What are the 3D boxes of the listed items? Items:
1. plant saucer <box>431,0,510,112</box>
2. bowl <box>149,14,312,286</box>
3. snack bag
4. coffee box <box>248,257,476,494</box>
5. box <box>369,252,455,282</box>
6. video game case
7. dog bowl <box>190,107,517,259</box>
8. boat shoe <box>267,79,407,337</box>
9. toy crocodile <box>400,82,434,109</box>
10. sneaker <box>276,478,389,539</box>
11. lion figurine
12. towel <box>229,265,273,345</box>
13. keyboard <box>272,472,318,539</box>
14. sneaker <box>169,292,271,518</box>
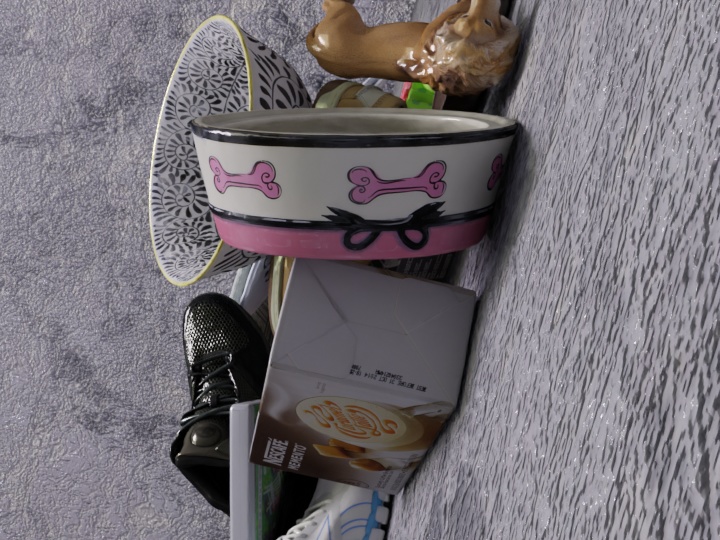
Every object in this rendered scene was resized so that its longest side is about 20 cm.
[{"bbox_3d":[0.096,-0.209,1.093,0.200,0.032,0.202,-167,90,-87],"label":"plant saucer"},{"bbox_3d":[-0.082,-0.083,1.014,0.200,0.093,0.203,-28,58,58],"label":"bowl"},{"bbox_3d":[-0.044,-0.060,1.182,0.201,0.021,0.189,-66,-7,33],"label":"snack bag"},{"bbox_3d":[-0.005,0.072,0.867,0.200,0.113,0.080,111,172,-65],"label":"coffee box"},{"bbox_3d":[0.000,0.000,1.051,0.158,0.049,0.201,61,144,41],"label":"box"},{"bbox_3d":[-0.056,0.200,1.069,0.182,0.022,0.202,4,-95,-70],"label":"video game case"},{"bbox_3d":[-0.004,-0.056,0.822,0.200,0.198,0.075,-89,0,-79],"label":"dog bowl"},{"bbox_3d":[-0.011,-0.029,0.942,0.071,0.076,0.202,-5,-71,-54],"label":"boat shoe"},{"bbox_3d":[0.055,-0.143,1.281,0.068,0.061,0.201,108,176,-52],"label":"toy crocodile"},{"bbox_3d":[-0.037,0.207,0.973,0.075,0.086,0.201,-39,32,45],"label":"sneaker"},{"bbox_3d":[0.028,-0.158,0.945,0.123,0.198,0.073,-47,-53,-51],"label":"lion figurine"},{"bbox_3d":[-0.081,0.082,1.283,0.193,0.034,0.202,59,-146,-50],"label":"towel"},{"bbox_3d":[-0.039,0.204,1.058,0.039,0.104,0.201,-16,47,37],"label":"keyboard"},{"bbox_3d":[-0.111,0.106,1.090,0.114,0.076,0.201,45,-148,-71],"label":"sneaker"}]
